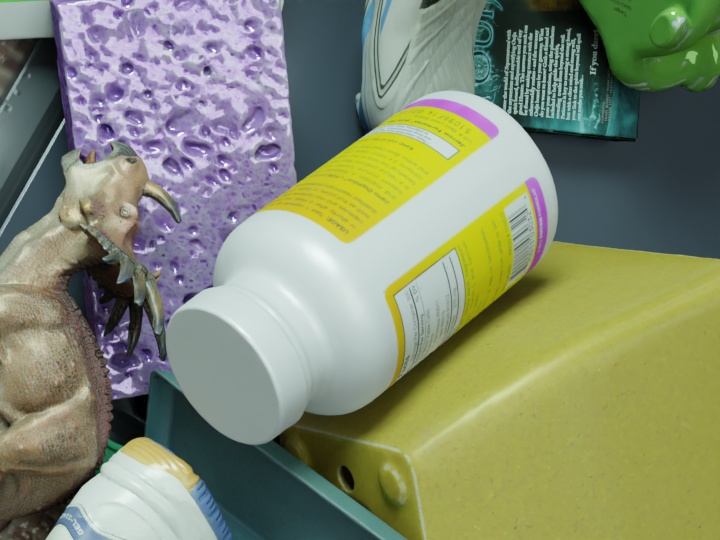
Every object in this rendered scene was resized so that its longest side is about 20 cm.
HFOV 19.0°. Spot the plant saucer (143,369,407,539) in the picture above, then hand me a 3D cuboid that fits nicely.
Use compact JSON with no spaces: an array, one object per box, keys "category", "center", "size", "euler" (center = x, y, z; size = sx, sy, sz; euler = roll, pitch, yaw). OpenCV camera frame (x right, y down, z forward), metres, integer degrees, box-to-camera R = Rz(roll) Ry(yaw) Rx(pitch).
[{"category":"plant saucer","center":[-0.031,0.121,1.028],"size":[0.019,0.199,0.070],"euler":[-27,138,-42]}]

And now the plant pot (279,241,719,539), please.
[{"category":"plant pot","center":[0.075,0.107,1.088],"size":[0.199,0.194,0.197],"euler":[-18,105,-33]}]

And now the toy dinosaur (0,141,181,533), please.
[{"category":"toy dinosaur","center":[-0.148,0.049,1.017],"size":[0.134,0.086,0.202],"euler":[-4,110,-14]}]

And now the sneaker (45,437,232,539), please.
[{"category":"sneaker","center":[-0.092,0.177,1.056],"size":[0.088,0.075,0.201],"euler":[-41,122,-22]}]

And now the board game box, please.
[{"category":"board game box","center":[0.102,-0.178,1.203],"size":[0.134,0.028,0.202],"euler":[4,91,-29]}]

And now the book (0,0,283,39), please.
[{"category":"book","center":[-0.124,-0.180,1.047],"size":[0.199,0.048,0.134],"euler":[-7,125,-28]}]

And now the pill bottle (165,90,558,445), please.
[{"category":"pill bottle","center":[0.000,0.000,1.029],"size":[0.200,0.104,0.105],"euler":[-37,109,-38]}]

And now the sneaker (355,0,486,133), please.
[{"category":"sneaker","center":[0.037,-0.153,1.107],"size":[0.072,0.072,0.201],"euler":[-9,125,-40]}]

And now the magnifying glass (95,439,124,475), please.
[{"category":"magnifying glass","center":[-0.129,0.104,1.094],"size":[0.080,0.022,0.200],"euler":[-46,114,-19]}]

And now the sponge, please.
[{"category":"sponge","center":[-0.087,-0.043,1.064],"size":[0.111,0.030,0.202],"euler":[-9,105,-14]}]

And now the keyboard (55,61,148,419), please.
[{"category":"keyboard","center":[-0.088,-0.029,1.106],"size":[0.103,0.040,0.202],"euler":[-13,105,-9]}]

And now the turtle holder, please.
[{"category":"turtle holder","center":[0.177,-0.181,1.149],"size":[0.131,0.141,0.187],"euler":[-27,104,-27]}]
